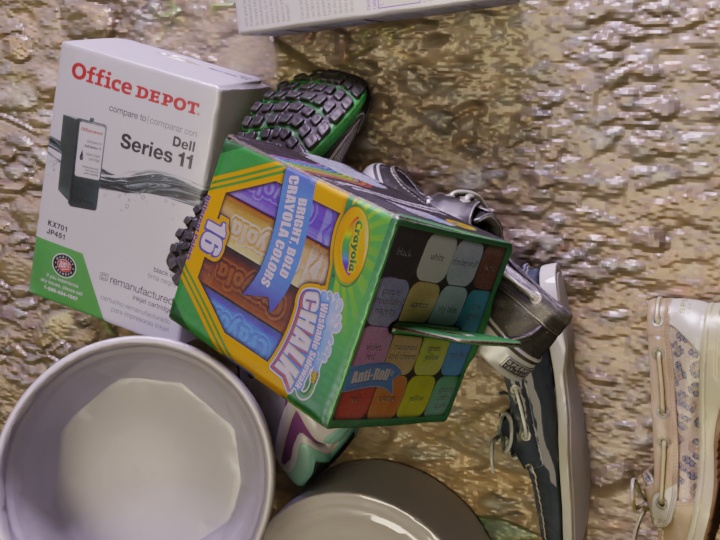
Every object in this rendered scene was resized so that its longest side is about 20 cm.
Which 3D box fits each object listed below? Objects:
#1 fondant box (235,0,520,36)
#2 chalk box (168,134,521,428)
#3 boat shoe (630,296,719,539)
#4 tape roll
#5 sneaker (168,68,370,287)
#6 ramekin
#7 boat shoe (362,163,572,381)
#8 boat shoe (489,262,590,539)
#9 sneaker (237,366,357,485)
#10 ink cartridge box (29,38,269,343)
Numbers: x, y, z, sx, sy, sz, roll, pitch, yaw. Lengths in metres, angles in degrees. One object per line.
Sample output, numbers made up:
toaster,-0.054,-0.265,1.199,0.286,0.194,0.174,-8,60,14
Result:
fondant box,0.005,-0.247,0.696,0.196,0.058,0.147,-2,100,21
chalk box,0.001,0.015,0.612,0.199,0.124,0.126,29,103,40
boat shoe,0.217,0.120,0.686,0.062,0.073,0.204,8,93,26
tape roll,0.011,0.257,0.791,0.199,0.071,0.207,4,102,20
sneaker,-0.057,-0.058,0.737,0.078,0.085,0.202,31,84,39
ramekin,-0.161,0.152,0.751,0.196,0.105,0.205,1,84,-6
boat shoe,0.069,-0.017,0.688,0.064,0.070,0.201,-49,55,16
boat shoe,0.122,0.098,0.711,0.061,0.075,0.204,-6,97,20
sneaker,-0.039,0.057,0.756,0.140,0.077,0.201,46,124,11
ink cartridge box,-0.166,-0.064,0.786,0.144,0.083,0.204,17,106,17
